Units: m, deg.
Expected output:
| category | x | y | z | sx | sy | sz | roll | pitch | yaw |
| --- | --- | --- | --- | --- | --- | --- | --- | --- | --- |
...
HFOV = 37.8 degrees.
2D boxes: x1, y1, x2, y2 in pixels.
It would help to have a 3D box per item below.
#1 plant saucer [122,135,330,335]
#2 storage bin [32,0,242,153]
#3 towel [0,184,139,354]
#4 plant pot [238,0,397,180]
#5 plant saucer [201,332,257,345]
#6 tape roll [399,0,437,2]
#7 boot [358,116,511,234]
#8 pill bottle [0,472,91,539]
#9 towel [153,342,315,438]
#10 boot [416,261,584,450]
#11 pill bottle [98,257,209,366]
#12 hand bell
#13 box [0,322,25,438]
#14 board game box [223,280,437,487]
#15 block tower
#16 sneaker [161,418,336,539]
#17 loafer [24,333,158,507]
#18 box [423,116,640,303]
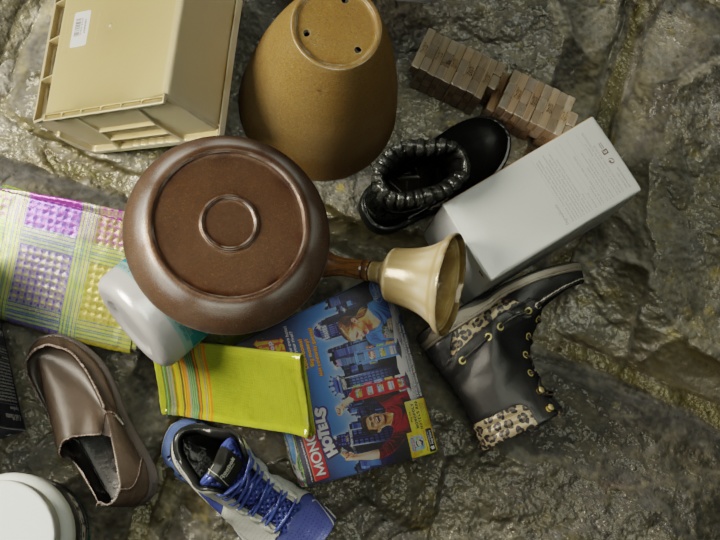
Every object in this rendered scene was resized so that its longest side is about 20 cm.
| category | x | y | z | sx | sy | sz | roll | pitch | yaw |
| --- | --- | --- | --- | --- | --- | --- | --- | --- | --- |
| plant saucer | -0.124 | -0.041 | 0.991 | 0.198 | 0.032 | 0.202 | 3 | 72 | -9 |
| storage bin | -0.237 | -0.240 | 1.115 | 0.197 | 0.094 | 0.202 | -2 | 74 | 31 |
| towel | -0.304 | -0.002 | 1.095 | 0.198 | 0.023 | 0.145 | 12 | 94 | 5 |
| plant pot | -0.035 | -0.217 | 1.123 | 0.184 | 0.200 | 0.188 | 2 | 76 | -8 |
| plant saucer | -0.165 | -0.026 | 1.139 | 0.199 | 0.048 | 0.200 | 39 | 75 | 3 |
| tape roll | 0.001 | -0.355 | 1.162 | 0.198 | 0.201 | 0.067 | 10 | 114 | -5 |
| boot | 0.094 | -0.117 | 1.137 | 0.210 | 0.158 | 0.080 | -36 | 84 | -14 |
| pill bottle | -0.317 | 0.247 | 0.975 | 0.112 | 0.200 | 0.114 | 2 | 77 | -7 |
| towel | -0.131 | 0.115 | 1.045 | 0.018 | 0.198 | 0.087 | -28 | 115 | -50 |
| boot | 0.178 | 0.090 | 1.145 | 0.199 | 0.073 | 0.152 | -25 | 80 | -9 |
| pill bottle | -0.154 | -0.007 | 1.049 | 0.200 | 0.111 | 0.111 | -42 | 85 | -19 |
| hand bell | 0.000 | 0.000 | 1.083 | 0.198 | 0.104 | 0.105 | 9 | 74 | 20 |
| box | -0.455 | 0.095 | 1.025 | 0.198 | 0.104 | 0.184 | -17 | 80 | 0 |
| board game box | -0.042 | 0.118 | 1.097 | 0.198 | 0.062 | 0.202 | -10 | 78 | -20 |
| block tower | 0.153 | -0.207 | 1.221 | 0.199 | 0.058 | 0.054 | 26 | 75 | -3 |
| sneaker | -0.120 | 0.220 | 1.053 | 0.199 | 0.115 | 0.081 | 36 | 76 | 2 |
| loafer | -0.276 | 0.151 | 1.058 | 0.073 | 0.071 | 0.201 | -38 | 84 | 14 |
| box | 0.184 | -0.063 | 1.154 | 0.199 | 0.124 | 0.098 | -30 | 82 | -13 |
